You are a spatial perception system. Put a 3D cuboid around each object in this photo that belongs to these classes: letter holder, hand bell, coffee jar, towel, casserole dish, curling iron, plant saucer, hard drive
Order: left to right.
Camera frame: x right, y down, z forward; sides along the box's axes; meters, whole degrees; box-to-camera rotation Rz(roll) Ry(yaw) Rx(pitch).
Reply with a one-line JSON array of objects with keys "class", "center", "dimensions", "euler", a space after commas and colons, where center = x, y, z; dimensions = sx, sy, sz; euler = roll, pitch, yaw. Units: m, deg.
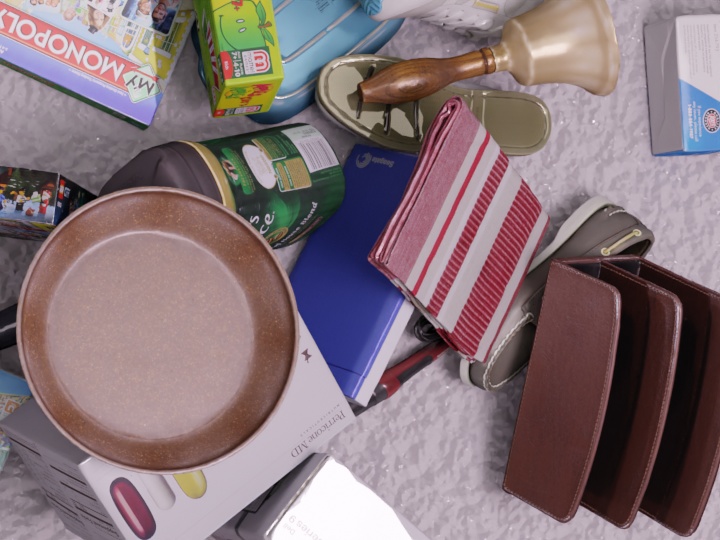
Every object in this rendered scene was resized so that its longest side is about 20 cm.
[{"class": "plant saucer", "center": [-0.142, 0.043, 1.496], "dimensions": [0.200, 0.037, 0.201], "euler": [3, 79, -17]}, {"class": "coffee jar", "center": [-0.106, -0.054, 1.636], "dimensions": [0.200, 0.104, 0.085], "euler": [-14, 72, -54]}, {"class": "casserole dish", "center": [-0.044, -0.207, 1.745], "dimensions": [0.200, 0.039, 0.121], "euler": [-40, 100, -16]}, {"class": "hard drive", "center": [0.000, 0.000, 1.703], "dimensions": [0.025, 0.132, 0.200], "euler": [35, 77, -41]}, {"class": "curling iron", "center": [0.010, 0.086, 1.744], "dimensions": [0.200, 0.026, 0.050], "euler": [-38, 108, -22]}, {"class": "towel", "center": [0.080, -0.027, 1.666], "dimensions": [0.144, 0.023, 0.200], "euler": [-63, 146, -14]}, {"class": "hand bell", "center": [0.093, -0.164, 1.699], "dimensions": [0.199, 0.104, 0.104], "euler": [-16, 92, -15]}, {"class": "letter holder", "center": [0.212, 0.105, 1.712], "dimensions": [0.100, 0.142, 0.201], "euler": [-3, 111, -40]}]

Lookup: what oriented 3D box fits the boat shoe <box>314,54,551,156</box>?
[{"class": "boat shoe", "center": [0.052, -0.126, 1.753], "dimensions": [0.199, 0.068, 0.075], "euler": [13, 85, -18]}]

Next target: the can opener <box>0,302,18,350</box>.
[{"class": "can opener", "center": [-0.214, 0.022, 1.668], "dimensions": [0.199, 0.063, 0.079], "euler": [-20, 80, -16]}]

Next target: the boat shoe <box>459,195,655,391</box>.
[{"class": "boat shoe", "center": [0.162, 0.025, 1.773], "dimensions": [0.060, 0.072, 0.202], "euler": [33, 72, 31]}]

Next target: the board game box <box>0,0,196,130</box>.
[{"class": "board game box", "center": [-0.232, -0.213, 1.691], "dimensions": [0.200, 0.029, 0.135], "euler": [24, 80, -15]}]

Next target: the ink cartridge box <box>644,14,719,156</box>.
[{"class": "ink cartridge box", "center": [0.350, -0.160, 1.848], "dimensions": [0.199, 0.067, 0.117], "euler": [-3, 89, -17]}]

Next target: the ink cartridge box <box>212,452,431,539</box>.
[{"class": "ink cartridge box", "center": [-0.023, 0.212, 1.648], "dimensions": [0.146, 0.200, 0.084], "euler": [41, 76, -12]}]

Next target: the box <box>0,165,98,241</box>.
[{"class": "box", "center": [-0.267, -0.050, 1.566], "dimensions": [0.136, 0.200, 0.038], "euler": [8, 86, 4]}]

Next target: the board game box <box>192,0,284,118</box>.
[{"class": "board game box", "center": [-0.103, -0.228, 1.658], "dimensions": [0.047, 0.102, 0.201], "euler": [-8, 81, -11]}]

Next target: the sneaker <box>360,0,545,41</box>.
[{"class": "sneaker", "center": [0.089, -0.224, 1.746], "dimensions": [0.200, 0.076, 0.081], "euler": [-19, 101, -34]}]

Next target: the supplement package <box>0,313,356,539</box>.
[{"class": "supplement package", "center": [-0.136, 0.112, 1.601], "dimensions": [0.200, 0.156, 0.111], "euler": [-38, 115, -20]}]

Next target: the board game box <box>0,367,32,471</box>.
[{"class": "board game box", "center": [-0.353, 0.149, 1.622], "dimensions": [0.147, 0.064, 0.201], "euler": [24, 81, -16]}]
